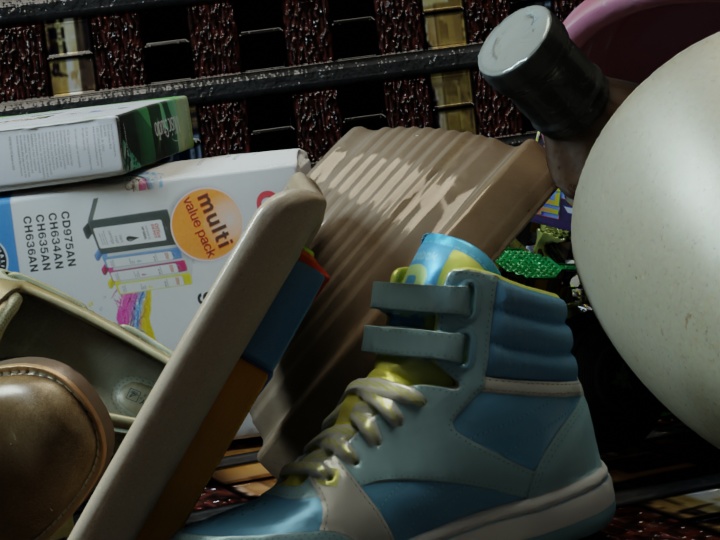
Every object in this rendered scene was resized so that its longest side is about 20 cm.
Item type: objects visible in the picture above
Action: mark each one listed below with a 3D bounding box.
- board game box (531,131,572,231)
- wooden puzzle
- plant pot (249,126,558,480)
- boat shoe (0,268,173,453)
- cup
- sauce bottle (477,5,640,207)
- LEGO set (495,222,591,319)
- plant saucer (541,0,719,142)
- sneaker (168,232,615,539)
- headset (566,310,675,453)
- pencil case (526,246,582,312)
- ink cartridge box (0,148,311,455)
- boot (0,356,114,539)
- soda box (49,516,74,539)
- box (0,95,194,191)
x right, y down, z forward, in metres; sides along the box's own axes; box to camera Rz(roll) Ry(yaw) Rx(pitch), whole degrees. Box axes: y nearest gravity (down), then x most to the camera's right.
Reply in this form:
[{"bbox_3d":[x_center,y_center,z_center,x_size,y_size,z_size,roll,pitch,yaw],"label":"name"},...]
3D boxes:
[{"bbox_3d":[0.201,-0.058,1.371,0.165,0.057,0.200,13,22,22],"label":"board game box"},{"bbox_3d":[-0.060,0.049,1.047,0.037,0.185,0.200,30,3,-1],"label":"wooden puzzle"},{"bbox_3d":[0.000,0.000,1.212,0.201,0.093,0.201,-50,-2,-3],"label":"plant pot"},{"bbox_3d":[-0.157,0.041,1.269,0.200,0.073,0.063,26,-19,-3],"label":"boat shoe"},{"bbox_3d":[0.198,0.011,1.081,0.199,0.201,0.143,-7,34,-3],"label":"cup"},{"bbox_3d":[0.126,-0.040,1.162,0.065,0.200,0.065,-33,32,24],"label":"sauce bottle"},{"bbox_3d":[0.109,0.030,1.396,0.199,0.116,0.154,-4,27,-37],"label":"LEGO set"},{"bbox_3d":[0.182,-0.074,1.192,0.200,0.201,0.051,-3,47,30],"label":"plant saucer"},{"bbox_3d":[0.003,0.057,1.011,0.199,0.131,0.079,-13,8,-31],"label":"sneaker"},{"bbox_3d":[0.079,0.069,1.213,0.123,0.094,0.200,-6,-10,33],"label":"headset"},{"bbox_3d":[0.129,0.009,1.551,0.199,0.078,0.090,-6,-27,9],"label":"pencil case"},{"bbox_3d":[-0.118,0.018,1.416,0.199,0.148,0.145,-7,6,0],"label":"ink cartridge box"},{"bbox_3d":[-0.178,0.099,0.998,0.200,0.074,0.075,-30,6,29],"label":"boot"},{"bbox_3d":[-0.218,0.093,1.226,0.068,0.064,0.200,-12,8,-37],"label":"soda box"},{"bbox_3d":[-0.180,-0.068,1.436,0.144,0.036,0.200,-6,7,8],"label":"box"}]
